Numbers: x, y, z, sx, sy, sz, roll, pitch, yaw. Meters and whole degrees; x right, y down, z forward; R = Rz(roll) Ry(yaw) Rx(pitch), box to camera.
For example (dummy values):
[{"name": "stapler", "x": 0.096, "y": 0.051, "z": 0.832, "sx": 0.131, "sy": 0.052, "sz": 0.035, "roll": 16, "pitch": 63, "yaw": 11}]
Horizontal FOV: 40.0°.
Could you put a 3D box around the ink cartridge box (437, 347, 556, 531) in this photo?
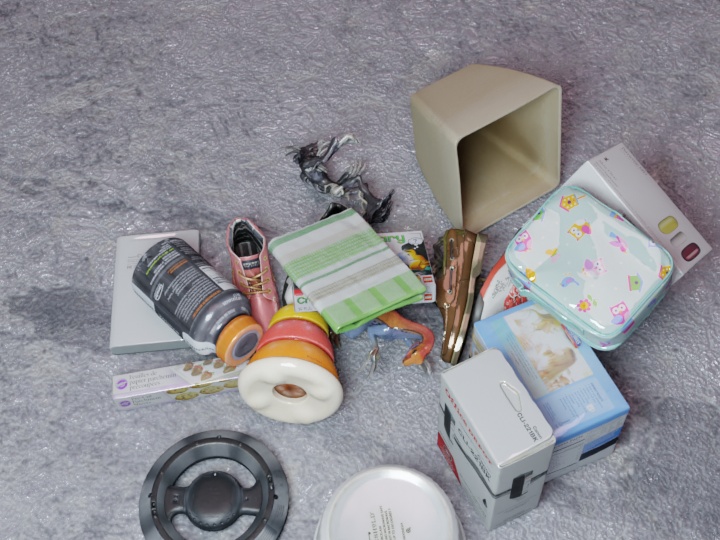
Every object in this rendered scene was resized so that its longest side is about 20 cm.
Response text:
[{"name": "ink cartridge box", "x": 0.166, "y": 0.215, "z": 1.249, "sx": 0.083, "sy": 0.201, "sz": 0.145, "roll": -22, "pitch": 57, "yaw": -14}]

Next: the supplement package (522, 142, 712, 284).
[{"name": "supplement package", "x": 0.362, "y": -0.047, "z": 1.403, "sx": 0.110, "sy": 0.156, "sz": 0.201, "roll": -27, "pitch": 75, "yaw": -46}]

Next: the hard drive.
[{"name": "hard drive", "x": -0.309, "y": 0.030, "z": 1.501, "sx": 0.130, "sy": 0.026, "sz": 0.202, "roll": -5, "pitch": 55, "yaw": -1}]

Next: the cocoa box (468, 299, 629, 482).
[{"name": "cocoa box", "x": 0.246, "y": 0.157, "z": 1.328, "sx": 0.132, "sy": 0.132, "sz": 0.201, "roll": -20, "pitch": 57, "yaw": -12}]

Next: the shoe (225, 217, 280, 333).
[{"name": "shoe", "x": -0.160, "y": 0.020, "z": 1.463, "sx": 0.070, "sy": 0.092, "sz": 0.202, "roll": -13, "pitch": 56, "yaw": -7}]

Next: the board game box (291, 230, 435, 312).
[{"name": "board game box", "x": 0.000, "y": 0.000, "z": 1.396, "sx": 0.197, "sy": 0.035, "sz": 0.127, "roll": -4, "pitch": 39, "yaw": -5}]

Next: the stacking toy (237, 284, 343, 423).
[{"name": "stacking toy", "x": -0.085, "y": 0.098, "z": 1.380, "sx": 0.144, "sy": 0.147, "sz": 0.202, "roll": 4, "pitch": 51, "yaw": 5}]

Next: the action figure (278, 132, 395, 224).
[{"name": "action figure", "x": -0.031, "y": -0.157, "z": 1.572, "sx": 0.199, "sy": 0.119, "sz": 0.102, "roll": 39, "pitch": 82, "yaw": 15}]

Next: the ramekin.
[{"name": "ramekin", "x": 0.037, "y": 0.338, "z": 1.233, "sx": 0.199, "sy": 0.095, "sz": 0.205, "roll": -1, "pitch": 55, "yaw": 1}]

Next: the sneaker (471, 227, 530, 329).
[{"name": "sneaker", "x": 0.247, "y": 0.025, "z": 1.456, "sx": 0.107, "sy": 0.068, "sz": 0.202, "roll": 23, "pitch": 53, "yaw": 19}]

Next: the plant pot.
[{"name": "plant pot", "x": 0.185, "y": -0.211, "z": 1.560, "sx": 0.198, "sy": 0.201, "sz": 0.177, "roll": -28, "pitch": 48, "yaw": -17}]

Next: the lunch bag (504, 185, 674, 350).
[{"name": "lunch bag", "x": 0.293, "y": -0.002, "z": 1.295, "sx": 0.200, "sy": 0.077, "sz": 0.161, "roll": 40, "pitch": 86, "yaw": 26}]

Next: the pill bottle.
[{"name": "pill bottle", "x": -0.227, "y": 0.049, "z": 1.402, "sx": 0.106, "sy": 0.107, "sz": 0.199, "roll": -39, "pitch": 61, "yaw": -23}]

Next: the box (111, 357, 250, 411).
[{"name": "box", "x": -0.250, "y": 0.158, "z": 1.402, "sx": 0.197, "sy": 0.042, "sz": 0.039, "roll": -9, "pitch": 54, "yaw": -5}]

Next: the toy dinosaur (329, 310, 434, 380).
[{"name": "toy dinosaur", "x": 0.023, "y": 0.077, "z": 1.374, "sx": 0.105, "sy": 0.180, "sz": 0.202, "roll": -31, "pitch": 102, "yaw": -41}]

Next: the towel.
[{"name": "towel", "x": -0.021, "y": 0.000, "z": 1.352, "sx": 0.148, "sy": 0.031, "sz": 0.200, "roll": -23, "pitch": 47, "yaw": -21}]

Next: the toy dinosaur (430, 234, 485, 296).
[{"name": "toy dinosaur", "x": 0.101, "y": -0.006, "z": 1.502, "sx": 0.197, "sy": 0.048, "sz": 0.089, "roll": 2, "pitch": 62, "yaw": 7}]

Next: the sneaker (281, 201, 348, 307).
[{"name": "sneaker", "x": -0.068, "y": -0.019, "z": 1.496, "sx": 0.073, "sy": 0.080, "sz": 0.202, "roll": 17, "pitch": 59, "yaw": 11}]

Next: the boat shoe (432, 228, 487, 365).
[{"name": "boat shoe", "x": 0.134, "y": 0.038, "z": 1.437, "sx": 0.067, "sy": 0.072, "sz": 0.203, "roll": 12, "pitch": 72, "yaw": 6}]

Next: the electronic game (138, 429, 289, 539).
[{"name": "electronic game", "x": -0.192, "y": 0.303, "z": 1.297, "sx": 0.197, "sy": 0.042, "sz": 0.202, "roll": 0, "pitch": 55, "yaw": 0}]
